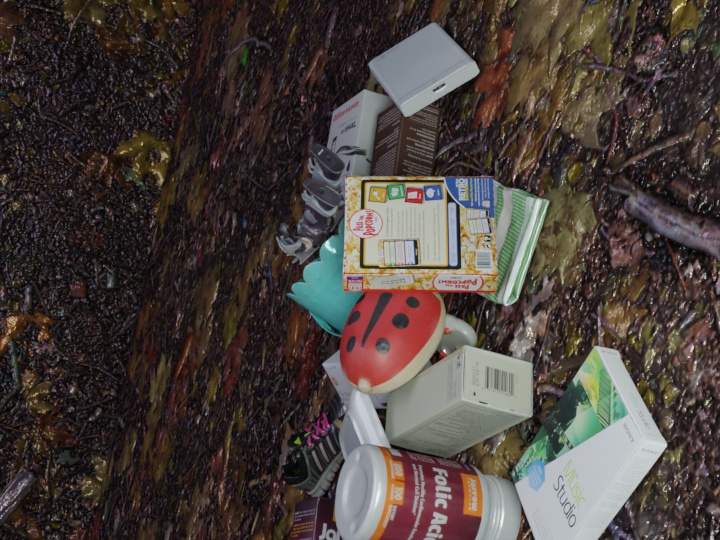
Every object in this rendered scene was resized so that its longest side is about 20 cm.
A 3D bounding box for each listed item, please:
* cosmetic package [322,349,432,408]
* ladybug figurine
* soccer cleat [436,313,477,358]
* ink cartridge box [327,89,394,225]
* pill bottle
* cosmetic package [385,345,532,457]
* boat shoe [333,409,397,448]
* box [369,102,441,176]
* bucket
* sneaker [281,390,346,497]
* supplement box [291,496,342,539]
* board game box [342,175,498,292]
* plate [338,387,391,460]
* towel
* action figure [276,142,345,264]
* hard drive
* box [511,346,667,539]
[{"bbox_3d":[0.029,0.151,1.680,0.199,0.050,0.083,-12,109,57],"label":"cosmetic package"},{"bbox_3d":[0.037,0.073,1.528,0.134,0.072,0.201,0,44,26],"label":"ladybug figurine"},{"bbox_3d":[0.099,0.075,1.633,0.077,0.070,0.199,-40,20,-28],"label":"soccer cleat"},{"bbox_3d":[-0.002,-0.187,2.008,0.146,0.083,0.203,160,121,-64],"label":"ink cartridge box"},{"bbox_3d":[0.080,0.275,1.374,0.114,0.198,0.115,-45,37,50],"label":"pill bottle"},{"bbox_3d":[0.120,0.168,1.474,0.200,0.102,0.074,-38,42,55],"label":"cosmetic package"},{"bbox_3d":[0.018,0.232,1.746,0.072,0.072,0.200,-47,9,-12],"label":"boat shoe"},{"bbox_3d":[0.065,-0.159,1.848,0.100,0.074,0.203,-23,54,62],"label":"box"},{"bbox_3d":[0.000,0.000,1.733,0.208,0.134,0.207,-53,1,1],"label":"bucket"},{"bbox_3d":[-0.069,0.273,1.881,0.202,0.086,0.074,-66,24,22],"label":"sneaker"},{"bbox_3d":[-0.041,0.435,1.683,0.085,0.109,0.203,-30,49,59],"label":"supplement box"},{"bbox_3d":[0.076,-0.049,1.529,0.046,0.197,0.153,89,-177,-60],"label":"board game box"},{"bbox_3d":[0.015,0.267,1.575,0.200,0.032,0.201,105,146,-65],"label":"plate"},{"bbox_3d":[0.177,-0.041,1.570,0.200,0.023,0.154,-149,74,-67],"label":"towel"},{"bbox_3d":[-0.061,-0.087,1.625,0.200,0.069,0.131,111,-176,-63],"label":"action figure"},{"bbox_3d":[0.095,-0.316,1.837,0.131,0.027,0.200,-31,31,2],"label":"hard drive"},{"bbox_3d":[0.237,0.202,1.258,0.201,0.036,0.145,-62,26,28],"label":"box"}]
